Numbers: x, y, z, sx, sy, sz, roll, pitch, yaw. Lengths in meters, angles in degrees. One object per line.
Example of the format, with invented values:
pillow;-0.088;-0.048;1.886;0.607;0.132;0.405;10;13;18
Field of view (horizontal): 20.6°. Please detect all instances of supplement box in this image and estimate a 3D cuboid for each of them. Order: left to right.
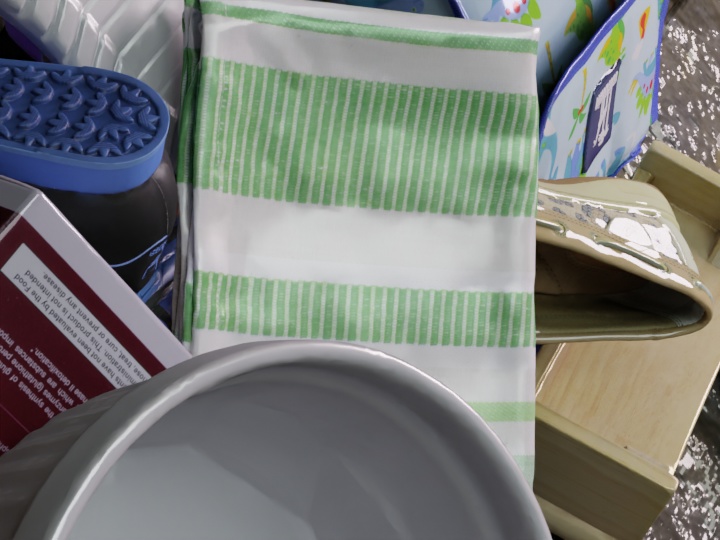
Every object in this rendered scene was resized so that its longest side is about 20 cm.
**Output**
supplement box;-0.147;0.078;0.630;0.200;0.061;0.109;-52;127;-18

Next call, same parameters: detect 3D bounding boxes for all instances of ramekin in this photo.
ramekin;-0.041;0.123;0.596;0.199;0.105;0.202;4;83;-37

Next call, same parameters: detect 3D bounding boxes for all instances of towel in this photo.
towel;0.000;0.000;0.751;0.152;0.023;0.201;2;87;-20

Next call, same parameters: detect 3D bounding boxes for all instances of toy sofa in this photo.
toy sofa;0.125;0.043;0.935;0.083;0.098;0.200;29;50;5

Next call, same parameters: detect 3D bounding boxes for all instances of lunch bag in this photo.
lunch bag;0.063;-0.109;0.921;0.170;0.127;0.201;-48;120;-43

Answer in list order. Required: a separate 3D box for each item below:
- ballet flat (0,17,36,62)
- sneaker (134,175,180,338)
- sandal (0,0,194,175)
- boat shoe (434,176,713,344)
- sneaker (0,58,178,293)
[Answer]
ballet flat;-0.070;-0.101;0.802;0.199;0.057;0.067;12;78;-19
sneaker;-0.077;0.027;0.772;0.078;0.075;0.200;46;50;-18
sandal;-0.108;-0.108;0.735;0.203;0.050;0.083;42;66;-37
boat shoe;0.062;-0.001;0.824;0.199;0.074;0.063;-4;46;-30
sneaker;-0.161;-0.042;0.710;0.199;0.078;0.070;16;46;11
